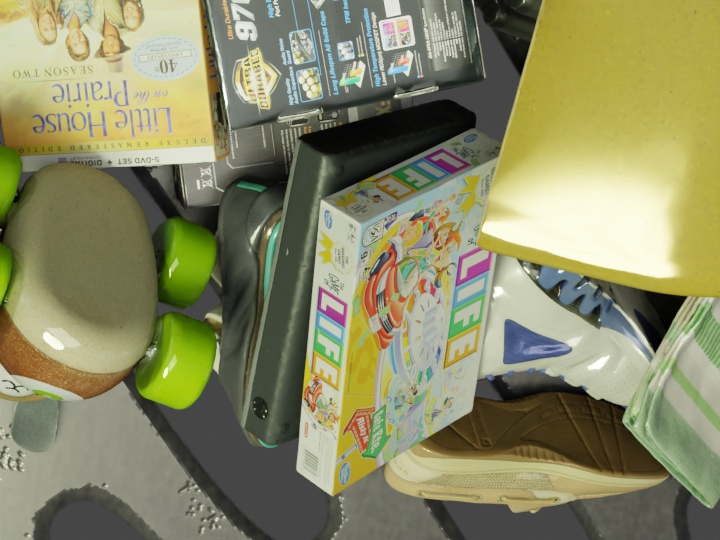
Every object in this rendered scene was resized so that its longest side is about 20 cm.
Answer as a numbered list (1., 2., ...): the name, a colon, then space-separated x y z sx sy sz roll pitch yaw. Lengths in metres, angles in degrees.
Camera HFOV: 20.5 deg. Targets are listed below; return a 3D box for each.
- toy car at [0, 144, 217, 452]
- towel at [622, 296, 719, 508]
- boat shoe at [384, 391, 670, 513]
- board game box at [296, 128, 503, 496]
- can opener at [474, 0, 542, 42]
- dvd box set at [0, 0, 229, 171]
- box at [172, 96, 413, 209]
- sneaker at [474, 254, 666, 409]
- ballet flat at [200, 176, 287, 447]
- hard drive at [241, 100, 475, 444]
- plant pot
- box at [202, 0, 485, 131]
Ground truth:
1. toy car: -0.205 0.046 1.222 0.163 0.158 0.200 22 130 -24
2. towel: 0.256 0.046 1.332 0.152 0.023 0.201 41 76 -48
3. boat shoe: 0.113 0.127 1.349 0.199 0.072 0.065 8 133 -17
4. board game box: 0.025 0.026 1.216 0.134 0.034 0.201 -28 137 -39
5. can opener: 0.104 -0.188 1.274 0.199 0.053 0.067 15 67 -32
6. dvd box set: -0.161 -0.163 1.222 0.145 0.029 0.202 -1 102 18
7. box: -0.051 -0.150 1.268 0.157 0.048 0.202 -10 102 -11
8. sneaker: 0.126 0.040 1.329 0.115 0.081 0.199 -30 124 21
9. ballet flat: -0.069 0.023 1.279 0.072 0.073 0.201 -4 129 -11
10. hard drive: 0.000 0.000 1.238 0.139 0.033 0.201 -18 131 -45
11. plant pot: 0.212 -0.084 1.158 0.199 0.195 0.196 21 107 19
12. box: -0.020 -0.195 1.170 0.158 0.046 0.202 -12 103 -6
